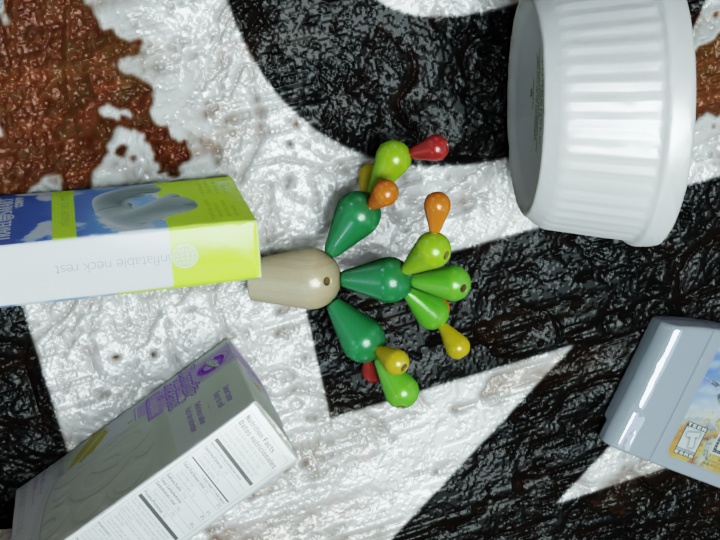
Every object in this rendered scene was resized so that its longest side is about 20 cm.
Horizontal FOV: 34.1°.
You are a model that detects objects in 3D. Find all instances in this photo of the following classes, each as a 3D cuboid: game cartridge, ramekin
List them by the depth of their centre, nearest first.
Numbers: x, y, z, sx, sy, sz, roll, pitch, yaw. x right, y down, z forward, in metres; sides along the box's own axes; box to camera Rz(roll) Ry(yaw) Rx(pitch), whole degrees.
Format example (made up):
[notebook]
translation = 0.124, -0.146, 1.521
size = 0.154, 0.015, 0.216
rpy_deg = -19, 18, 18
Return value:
[ramekin]
translation = 0.160, -0.117, 0.825
size = 0.094, 0.202, 0.204
rpy_deg = -1, 105, -1
[game cartridge]
translation = 0.315, 0.118, 1.010
size = 0.199, 0.042, 0.134
rpy_deg = 21, 103, -19

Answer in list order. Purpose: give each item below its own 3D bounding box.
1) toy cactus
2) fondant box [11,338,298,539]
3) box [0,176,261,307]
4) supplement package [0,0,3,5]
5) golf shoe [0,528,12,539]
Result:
[toy cactus]
translation = 0.000, 0.000, 0.876
size = 0.164, 0.102, 0.201
rpy_deg = 0, 108, 5
[fondant box]
translation = -0.151, 0.146, 0.834
size = 0.200, 0.144, 0.058
rpy_deg = -35, 109, -4
[box]
translation = -0.175, -0.021, 0.793
size = 0.199, 0.122, 0.048
rpy_deg = -6, 110, -13
[supplement package]
translation = -0.306, -0.199, 0.697
size = 0.191, 0.147, 0.201
rpy_deg = 23, 97, -19
[golf shoe]
translation = -0.229, 0.275, 0.895
size = 0.097, 0.078, 0.201
rpy_deg = -15, 116, -23
